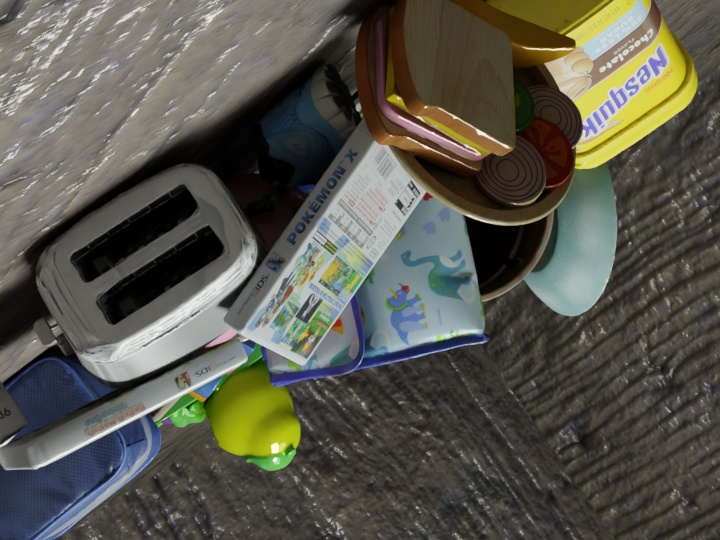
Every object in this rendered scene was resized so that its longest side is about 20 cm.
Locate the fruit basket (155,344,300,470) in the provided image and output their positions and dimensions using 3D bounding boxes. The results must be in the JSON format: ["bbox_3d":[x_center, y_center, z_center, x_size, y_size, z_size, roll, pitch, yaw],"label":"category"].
[{"bbox_3d":[-0.137,0.126,1.779,0.215,0.216,0.155,-33,178,-15],"label":"fruit basket"}]

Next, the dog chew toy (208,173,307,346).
[{"bbox_3d":[-0.125,0.006,1.365,0.199,0.125,0.124,-29,176,16],"label":"dog chew toy"}]

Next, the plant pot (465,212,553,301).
[{"bbox_3d":[0.064,-0.055,1.636,0.200,0.201,0.198,-33,-179,-16],"label":"plant pot"}]

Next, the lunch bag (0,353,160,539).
[{"bbox_3d":[-0.290,0.167,1.593,0.199,0.136,0.132,-37,174,6],"label":"lunch bag"}]

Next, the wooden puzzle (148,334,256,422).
[{"bbox_3d":[-0.128,0.048,1.633,0.200,0.046,0.186,-39,-157,44],"label":"wooden puzzle"}]

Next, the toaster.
[{"bbox_3d":[-0.143,-0.001,1.214,0.199,0.114,0.129,-31,172,-3],"label":"toaster"}]

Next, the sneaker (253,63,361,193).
[{"bbox_3d":[-0.039,-0.100,1.288,0.089,0.079,0.200,-26,166,4],"label":"sneaker"}]

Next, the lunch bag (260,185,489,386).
[{"bbox_3d":[0.000,0.000,1.454,0.198,0.172,0.127,-11,178,4],"label":"lunch bag"}]

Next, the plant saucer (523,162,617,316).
[{"bbox_3d":[0.182,-0.054,1.625,0.038,0.203,0.201,-5,161,-24],"label":"plant saucer"}]

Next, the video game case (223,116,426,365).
[{"bbox_3d":[-0.021,-0.018,1.267,0.183,0.022,0.200,-55,166,-2],"label":"video game case"}]

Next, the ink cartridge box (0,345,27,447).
[{"bbox_3d":[-0.358,0.146,1.380,0.116,0.068,0.200,-30,172,-43],"label":"ink cartridge box"}]

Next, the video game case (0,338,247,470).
[{"bbox_3d":[-0.193,0.109,1.317,0.181,0.023,0.200,-27,-178,-19],"label":"video game case"}]

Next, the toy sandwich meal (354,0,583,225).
[{"bbox_3d":[0.086,-0.128,1.186,0.205,0.206,0.070,-30,175,-41],"label":"toy sandwich meal"}]

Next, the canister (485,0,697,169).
[{"bbox_3d":[0.195,-0.187,1.428,0.148,0.087,0.200,-34,148,10],"label":"canister"}]

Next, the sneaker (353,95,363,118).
[{"bbox_3d":[0.045,-0.126,1.390,0.077,0.089,0.200,-32,174,-27],"label":"sneaker"}]
